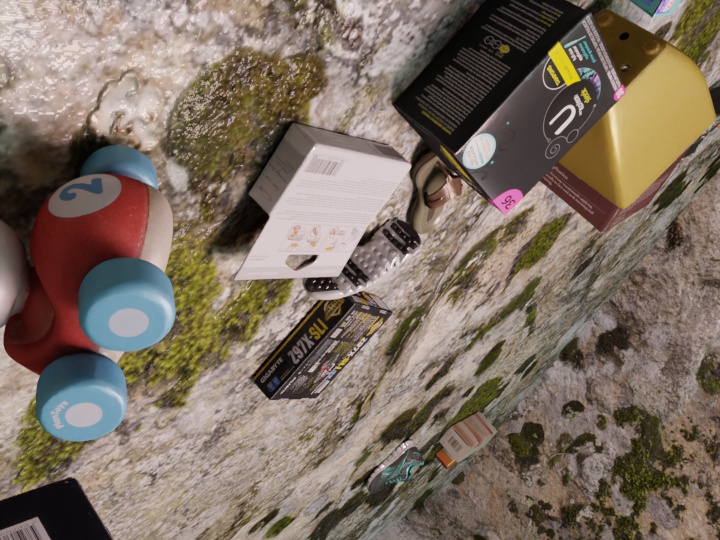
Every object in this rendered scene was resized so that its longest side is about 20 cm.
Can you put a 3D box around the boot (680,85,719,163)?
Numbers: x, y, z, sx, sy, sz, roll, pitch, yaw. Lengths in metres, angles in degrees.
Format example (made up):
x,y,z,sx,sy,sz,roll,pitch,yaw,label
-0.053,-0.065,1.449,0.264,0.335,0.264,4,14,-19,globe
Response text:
x,y,z,sx,sy,sz,roll,pitch,yaw,label
0.821,-0.350,1.753,0.203,0.074,0.154,-37,159,-1,boot

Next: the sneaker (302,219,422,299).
x,y,z,sx,sy,sz,roll,pitch,yaw,label
0.000,0.000,1.005,0.200,0.075,0.081,-25,159,-37,sneaker

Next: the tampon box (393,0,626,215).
x,y,z,sx,sy,sz,roll,pitch,yaw,label
0.171,-0.197,0.833,0.200,0.126,0.150,-47,139,7,tampon box

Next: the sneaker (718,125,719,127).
x,y,z,sx,sy,sz,roll,pitch,yaw,label
0.947,-0.417,1.875,0.200,0.073,0.077,-31,132,-37,sneaker

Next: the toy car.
x,y,z,sx,sy,sz,roll,pitch,yaw,label
-0.253,-0.006,0.514,0.200,0.185,0.177,17,121,-32,toy car

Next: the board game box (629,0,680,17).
x,y,z,sx,sy,sz,roll,pitch,yaw,label
0.229,-0.343,0.636,0.045,0.200,0.152,-22,149,-40,board game box

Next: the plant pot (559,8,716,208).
x,y,z,sx,sy,sz,roll,pitch,yaw,label
0.363,-0.250,1.037,0.196,0.194,0.200,-45,148,2,plant pot

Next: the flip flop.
x,y,z,sx,sy,sz,roll,pitch,yaw,label
0.111,-0.110,1.011,0.081,0.058,0.200,-33,154,-24,flip flop

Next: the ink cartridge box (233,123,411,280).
x,y,z,sx,sy,sz,roll,pitch,yaw,label
-0.049,-0.071,0.831,0.200,0.045,0.176,-2,132,-57,ink cartridge box

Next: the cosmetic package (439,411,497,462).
x,y,z,sx,sy,sz,roll,pitch,yaw,label
0.377,0.577,2.534,0.200,0.103,0.087,-11,141,-54,cosmetic package

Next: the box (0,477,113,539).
x,y,z,sx,sy,sz,roll,pitch,yaw,label
-0.432,0.382,0.867,0.200,0.123,0.199,-7,139,-54,box

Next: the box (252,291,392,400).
x,y,z,sx,sy,sz,roll,pitch,yaw,label
-0.055,0.117,1.131,0.200,0.049,0.160,-49,159,10,box

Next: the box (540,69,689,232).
x,y,z,sx,sy,sz,roll,pitch,yaw,label
0.445,-0.207,1.256,0.164,0.166,0.200,-25,151,-35,box

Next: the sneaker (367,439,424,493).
x,y,z,sx,sy,sz,roll,pitch,yaw,label
0.104,0.590,2.121,0.200,0.091,0.078,-46,156,5,sneaker

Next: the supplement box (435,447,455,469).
x,y,z,sx,sy,sz,roll,pitch,yaw,label
0.370,0.638,2.668,0.200,0.069,0.067,-37,157,-12,supplement box
